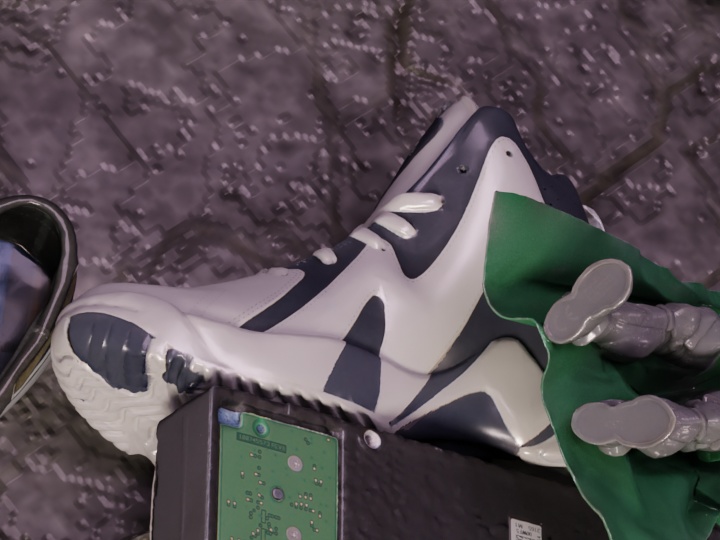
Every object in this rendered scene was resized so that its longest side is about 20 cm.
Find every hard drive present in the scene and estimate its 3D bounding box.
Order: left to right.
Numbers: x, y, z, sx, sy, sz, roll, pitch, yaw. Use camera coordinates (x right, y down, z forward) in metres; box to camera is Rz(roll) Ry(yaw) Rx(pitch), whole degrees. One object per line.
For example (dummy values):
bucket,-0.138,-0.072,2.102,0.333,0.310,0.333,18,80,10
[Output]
hard drive,0.029,0.124,0.848,0.200,0.038,0.140,17,58,-31

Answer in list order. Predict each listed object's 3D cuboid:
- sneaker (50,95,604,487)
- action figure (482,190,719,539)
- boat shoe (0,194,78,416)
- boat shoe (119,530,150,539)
sneaker,0.000,0.000,0.905,0.199,0.079,0.130,8,60,-17
action figure,0.114,0.035,0.894,0.200,0.055,0.118,8,65,-61
boat shoe,-0.149,0.052,0.839,0.069,0.057,0.200,35,58,0
boat shoe,-0.087,0.152,0.806,0.072,0.066,0.201,33,59,-1
